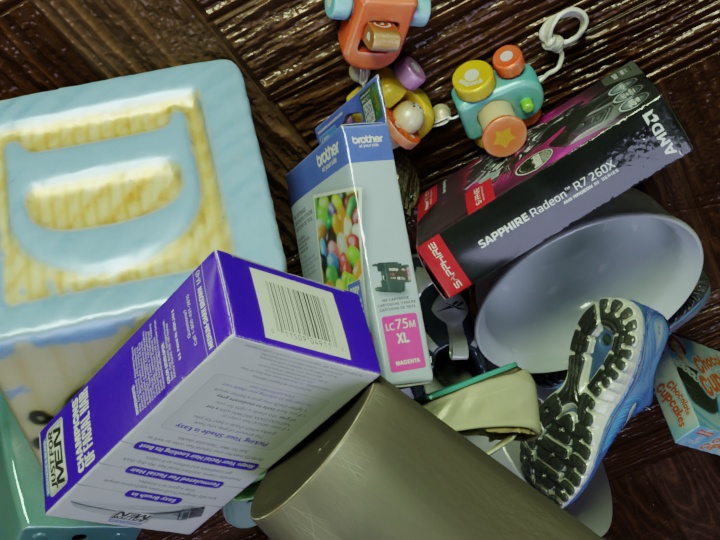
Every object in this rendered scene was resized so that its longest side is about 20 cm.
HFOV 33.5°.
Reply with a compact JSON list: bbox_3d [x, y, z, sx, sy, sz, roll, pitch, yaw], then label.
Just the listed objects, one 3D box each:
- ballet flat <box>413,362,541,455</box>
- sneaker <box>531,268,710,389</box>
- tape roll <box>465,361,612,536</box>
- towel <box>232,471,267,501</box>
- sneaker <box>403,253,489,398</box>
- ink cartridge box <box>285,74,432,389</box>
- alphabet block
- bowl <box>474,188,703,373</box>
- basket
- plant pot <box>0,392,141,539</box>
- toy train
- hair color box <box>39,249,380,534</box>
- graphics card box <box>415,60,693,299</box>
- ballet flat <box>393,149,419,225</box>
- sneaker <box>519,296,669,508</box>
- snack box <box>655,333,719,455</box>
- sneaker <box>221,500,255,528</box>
[{"bbox_3d":[0.033,0.113,0.806,0.198,0.070,0.070,-12,145,-16],"label":"ballet flat"},{"bbox_3d":[0.251,0.047,1.131,0.095,0.080,0.199,9,146,-44],"label":"sneaker"},{"bbox_3d":[0.130,0.196,1.160,0.139,0.204,0.202,-36,139,26],"label":"tape roll"},{"bbox_3d":[-0.050,0.135,0.921,0.148,0.031,0.200,-24,-176,-14],"label":"towel"},{"bbox_3d":[0.061,0.092,1.057,0.079,0.130,0.200,2,140,-19],"label":"sneaker"},{"bbox_3d":[-0.007,-0.016,0.803,0.042,0.202,0.119,-4,171,-23],"label":"ink cartridge box"},{"bbox_3d":[-0.148,0.007,0.813,0.193,0.198,0.201,-11,144,-4],"label":"alphabet block"},{"bbox_3d":[0.176,-0.009,0.996,0.199,0.091,0.202,-12,143,-9],"label":"bowl"},{"bbox_3d":[0.043,0.167,0.715,0.200,0.181,0.136,41,121,-10],"label":"basket"},{"bbox_3d":[-0.234,0.134,0.943,0.140,0.201,0.142,5,140,-27],"label":"plant pot"},{"bbox_3d":[0.062,-0.134,0.822,0.198,0.056,0.151,3,140,-23],"label":"toy train"},{"bbox_3d":[-0.094,0.080,0.710,0.109,0.065,0.200,19,130,-39],"label":"hair color box"},{"bbox_3d":[0.132,-0.068,0.863,0.199,0.126,0.051,-31,105,14],"label":"graphics card box"},{"bbox_3d":[0.000,0.000,0.939,0.067,0.046,0.201,7,121,-28],"label":"ballet flat"},{"bbox_3d":[0.205,0.117,1.004,0.089,0.079,0.201,4,119,-39],"label":"sneaker"},{"bbox_3d":[0.376,0.137,1.245,0.199,0.117,0.037,18,133,-38],"label":"snack box"},{"bbox_3d":[-0.077,0.243,1.215,0.073,0.119,0.200,12,137,-35],"label":"sneaker"}]
